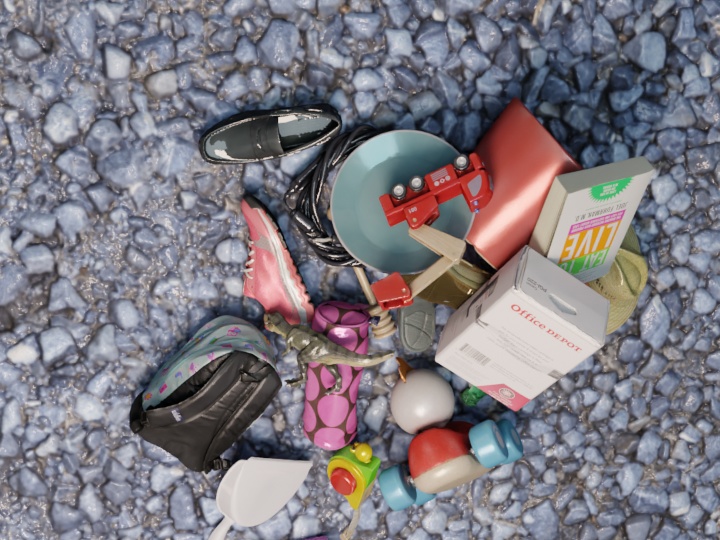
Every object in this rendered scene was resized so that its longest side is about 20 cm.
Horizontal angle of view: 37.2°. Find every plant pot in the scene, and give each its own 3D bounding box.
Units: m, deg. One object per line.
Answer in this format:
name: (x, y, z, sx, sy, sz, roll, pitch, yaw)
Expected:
plant pot: (0.217, -0.105, 1.468, 0.200, 0.201, 0.177, 42, 103, -16)

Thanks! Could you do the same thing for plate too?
plate: (0.057, -0.089, 1.427, 0.196, 0.026, 0.204, -2, 74, 7)

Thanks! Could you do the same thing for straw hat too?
straw hat: (0.364, -0.001, 1.535, 0.198, 0.085, 0.205, -2, 95, -28)

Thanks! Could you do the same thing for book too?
book: (0.291, -0.056, 1.392, 0.131, 0.048, 0.202, -15, 143, -19)

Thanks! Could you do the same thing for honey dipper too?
honey dipper: (0.000, 0.000, 1.524, 0.037, 0.038, 0.203, -23, 102, -5)

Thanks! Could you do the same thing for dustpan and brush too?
dustpan and brush: (-0.169, 0.341, 1.547, 0.138, 0.057, 0.202, 14, 108, -47)

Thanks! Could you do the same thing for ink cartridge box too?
ink cartridge box: (0.213, 0.080, 1.416, 0.144, 0.086, 0.200, 32, 139, -10)

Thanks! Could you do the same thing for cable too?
cable: (0.002, -0.104, 1.473, 0.200, 0.051, 0.164, -42, 89, -9)

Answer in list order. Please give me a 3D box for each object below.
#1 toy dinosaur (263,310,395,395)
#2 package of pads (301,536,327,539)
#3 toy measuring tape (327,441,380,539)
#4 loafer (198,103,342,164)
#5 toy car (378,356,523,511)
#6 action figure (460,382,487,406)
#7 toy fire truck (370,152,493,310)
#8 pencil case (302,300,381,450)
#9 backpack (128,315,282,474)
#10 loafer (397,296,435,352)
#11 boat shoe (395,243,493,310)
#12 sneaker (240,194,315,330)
toy dinosaur: (-0.055, 0.120, 1.440, 0.197, 0.047, 0.090, 18, 107, 17)
package of pads: (-0.134, 0.473, 1.580, 0.196, 0.076, 0.123, -9, 102, -9)
toy measuring tape: (-0.021, 0.314, 1.557, 0.072, 0.074, 0.202, 6, 132, -11)
loafer: (-0.121, -0.185, 1.440, 0.197, 0.070, 0.069, -13, 104, -7)
toy car: (0.106, 0.214, 1.547, 0.182, 0.176, 0.203, -28, 74, 18)
action figure: (0.206, 0.120, 1.566, 0.117, 0.055, 0.202, 5, 122, -52)
toy fire truck: (0.091, -0.050, 1.372, 0.197, 0.049, 0.143, -24, 72, 2)
pencil case: (-0.030, 0.146, 1.514, 0.089, 0.094, 0.204, 17, 113, 19)
backpack: (-0.204, 0.162, 1.468, 0.200, 0.127, 0.166, -44, 127, 13)
loafer: (0.078, 0.012, 1.529, 0.070, 0.063, 0.204, 5, 98, -16)
boat shoe: (0.127, 0.007, 1.482, 0.198, 0.064, 0.073, 25, 137, -16)
sneaker: (-0.133, -0.004, 1.477, 0.086, 0.074, 0.203, -24, 106, -3)
